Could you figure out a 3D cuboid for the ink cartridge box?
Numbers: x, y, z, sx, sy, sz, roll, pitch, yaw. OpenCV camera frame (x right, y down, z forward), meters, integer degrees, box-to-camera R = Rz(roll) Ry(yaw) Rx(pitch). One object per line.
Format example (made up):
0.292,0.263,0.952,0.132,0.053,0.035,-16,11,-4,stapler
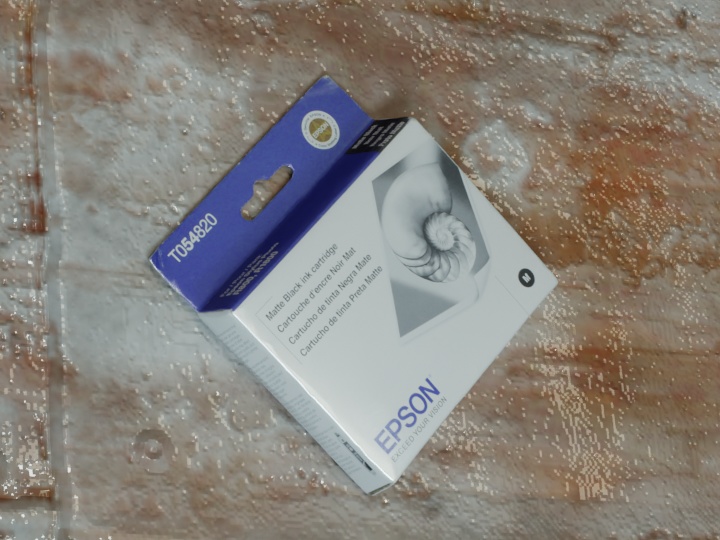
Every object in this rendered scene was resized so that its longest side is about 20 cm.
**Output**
0.000,0.000,1.605,0.200,0.041,0.200,46,57,-7,ink cartridge box
